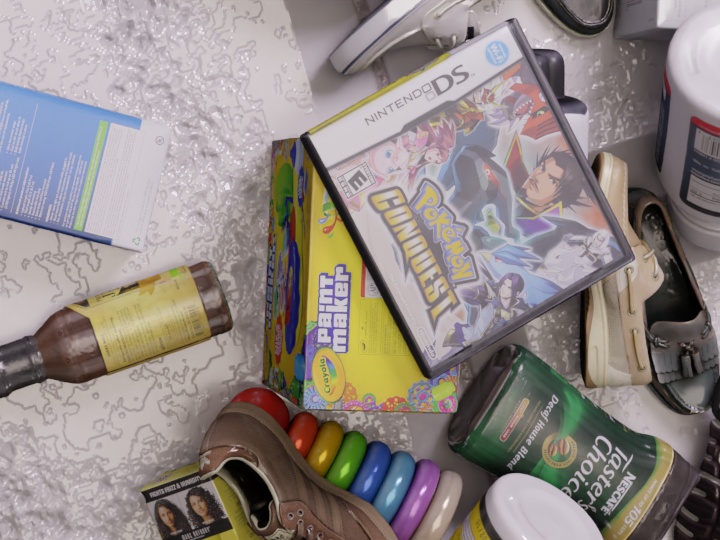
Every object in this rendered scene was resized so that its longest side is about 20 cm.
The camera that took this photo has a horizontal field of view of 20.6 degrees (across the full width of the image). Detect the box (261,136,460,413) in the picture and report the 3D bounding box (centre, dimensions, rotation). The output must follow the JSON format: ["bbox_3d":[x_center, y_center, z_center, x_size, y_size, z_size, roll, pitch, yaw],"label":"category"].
[{"bbox_3d":[0.000,0.000,1.533,0.121,0.193,0.202,2,91,-12],"label":"box"}]

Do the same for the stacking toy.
[{"bbox_3d":[-0.020,0.158,1.601,0.199,0.085,0.086,29,87,-4],"label":"stacking toy"}]

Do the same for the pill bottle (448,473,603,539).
[{"bbox_3d":[0.099,0.268,1.577,0.111,0.112,0.201,30,115,-11],"label":"pill bottle"}]

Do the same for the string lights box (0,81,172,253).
[{"bbox_3d":[-0.256,-0.088,1.546,0.198,0.059,0.104,15,89,-11],"label":"string lights box"}]

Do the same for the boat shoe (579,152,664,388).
[{"bbox_3d":[0.212,0.001,1.605,0.064,0.072,0.202,0,110,3],"label":"boat shoe"}]

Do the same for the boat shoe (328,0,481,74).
[{"bbox_3d":[0.068,-0.210,1.591,0.199,0.071,0.070,-37,97,0],"label":"boat shoe"}]

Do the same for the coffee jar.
[{"bbox_3d":[0.177,0.154,1.629,0.199,0.085,0.105,33,87,-11],"label":"coffee jar"}]

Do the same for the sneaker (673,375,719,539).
[{"bbox_3d":[0.342,0.175,1.672,0.115,0.076,0.202,3,109,-34],"label":"sneaker"}]

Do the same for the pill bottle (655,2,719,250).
[{"bbox_3d":[0.296,-0.108,1.577,0.118,0.201,0.121,-1,58,2],"label":"pill bottle"}]

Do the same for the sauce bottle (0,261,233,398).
[{"bbox_3d":[-0.202,0.050,1.560,0.198,0.065,0.065,-19,96,-11],"label":"sauce bottle"}]

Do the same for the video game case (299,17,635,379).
[{"bbox_3d":[0.079,-0.053,1.436,0.180,0.025,0.201,-29,98,-10],"label":"video game case"}]

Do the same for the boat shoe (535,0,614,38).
[{"bbox_3d":[0.163,-0.287,1.616,0.074,0.066,0.201,-19,96,-11],"label":"boat shoe"}]

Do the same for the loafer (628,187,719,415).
[{"bbox_3d":[0.254,0.029,1.649,0.071,0.063,0.202,-21,96,-9],"label":"loafer"}]

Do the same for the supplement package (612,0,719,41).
[{"bbox_3d":[0.319,-0.246,1.622,0.198,0.117,0.118,2,91,-11],"label":"supplement package"}]

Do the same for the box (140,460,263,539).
[{"bbox_3d":[-0.099,0.249,1.577,0.075,0.050,0.202,-20,96,28],"label":"box"}]

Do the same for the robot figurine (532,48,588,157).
[{"bbox_3d":[0.117,-0.074,1.567,0.149,0.125,0.202,-6,103,-28],"label":"robot figurine"}]

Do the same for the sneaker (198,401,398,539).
[{"bbox_3d":[-0.051,0.195,1.544,0.200,0.070,0.076,44,44,-11],"label":"sneaker"}]
